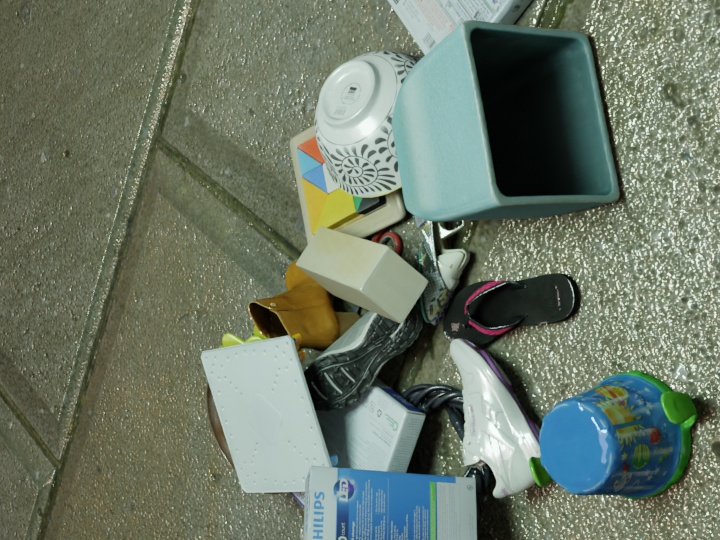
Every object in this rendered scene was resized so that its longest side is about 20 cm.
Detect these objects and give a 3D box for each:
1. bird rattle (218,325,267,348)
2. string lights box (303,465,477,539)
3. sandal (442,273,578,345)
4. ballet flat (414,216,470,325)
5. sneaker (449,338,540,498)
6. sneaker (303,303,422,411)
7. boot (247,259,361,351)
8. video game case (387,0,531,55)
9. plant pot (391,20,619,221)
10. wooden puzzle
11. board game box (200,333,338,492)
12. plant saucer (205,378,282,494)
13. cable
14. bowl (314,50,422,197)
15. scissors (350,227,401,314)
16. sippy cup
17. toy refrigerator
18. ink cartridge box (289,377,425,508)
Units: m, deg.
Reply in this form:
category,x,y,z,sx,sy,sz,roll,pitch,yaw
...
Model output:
category,x,y,z,sx,sy,sz,roll,pitch,yaw
bird rattle,-0.124,0.172,1.672,0.202,0.112,0.163,59,141,10
string lights box,0.034,0.290,1.342,0.059,0.196,0.104,108,166,-61
sandal,0.168,0.043,1.383,0.198,0.045,0.076,-18,78,44
ballet flat,0.101,-0.036,1.439,0.071,0.071,0.204,-9,85,44
sneaker,0.145,0.173,1.369,0.099,0.075,0.202,-33,63,9
sneaker,0.000,0.107,1.499,0.199,0.079,0.074,-40,99,7
boot,-0.094,0.042,1.572,0.201,0.142,0.072,43,121,44
video game case,0.120,-0.363,1.424,0.182,0.045,0.202,-51,58,35
plant pot,0.142,-0.145,1.314,0.199,0.194,0.199,-22,76,53
wooden puzzle,-0.026,-0.128,1.574,0.199,0.037,0.188,-27,68,43
board game box,-0.116,0.189,1.514,0.198,0.026,0.203,-13,96,47
plant saucer,-0.136,0.205,1.584,0.199,0.036,0.204,19,118,41
cable,0.085,0.224,1.467,0.198,0.050,0.166,8,96,45
bowl,0.007,-0.203,1.459,0.198,0.094,0.204,-18,58,31
scissors,0.000,0.015,1.578,0.073,0.014,0.202,46,123,33
sippy cup,0.262,0.181,1.232,0.139,0.129,0.180,37,115,38
toy refrigerator,0.000,0.000,1.463,0.070,0.076,0.199,-55,26,-7
ink cartridge box,-0.009,0.241,1.520,0.196,0.043,0.203,31,105,55
